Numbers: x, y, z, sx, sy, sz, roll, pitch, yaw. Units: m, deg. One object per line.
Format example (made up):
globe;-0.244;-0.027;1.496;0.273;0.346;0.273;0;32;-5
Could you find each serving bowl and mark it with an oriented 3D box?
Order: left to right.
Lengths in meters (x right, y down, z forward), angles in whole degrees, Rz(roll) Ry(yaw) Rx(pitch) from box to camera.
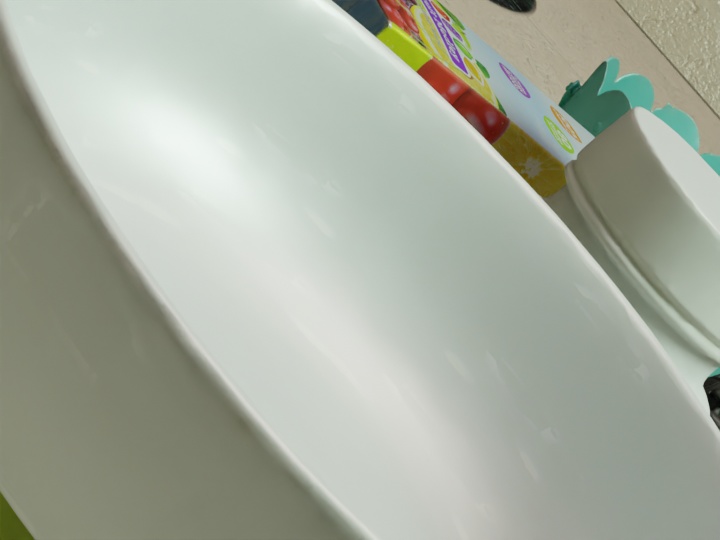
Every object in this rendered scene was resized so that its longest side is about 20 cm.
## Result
serving bowl;-0.009;0.023;0.412;0.200;0.066;0.200;41;19;-17

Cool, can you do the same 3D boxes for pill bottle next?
pill bottle;0.037;0.044;0.737;0.111;0.200;0.111;44;16;-17

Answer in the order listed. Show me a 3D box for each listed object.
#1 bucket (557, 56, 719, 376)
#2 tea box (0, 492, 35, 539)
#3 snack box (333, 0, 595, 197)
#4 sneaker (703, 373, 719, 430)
bucket;0.157;-0.002;1.319;0.207;0.135;0.207;44;16;-16
tea box;-0.044;0.098;0.504;0.197;0.134;0.200;52;16;17
snack box;0.000;0.000;0.808;0.200;0.169;0.068;37;21;-41
sneaker;0.114;0.075;0.883;0.075;0.079;0.200;48;19;6
